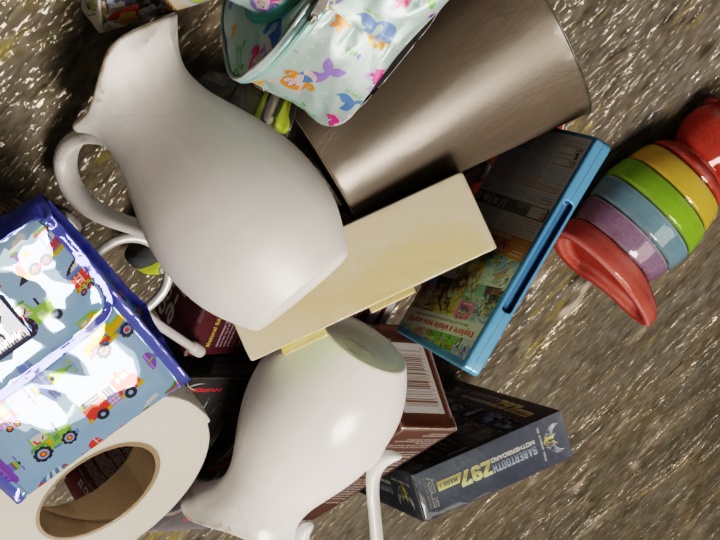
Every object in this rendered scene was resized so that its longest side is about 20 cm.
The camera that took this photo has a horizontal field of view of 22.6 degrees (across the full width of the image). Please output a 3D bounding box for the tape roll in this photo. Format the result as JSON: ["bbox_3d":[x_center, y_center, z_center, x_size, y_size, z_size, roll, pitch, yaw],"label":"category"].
[{"bbox_3d":[-0.209,0.158,1.389,0.203,0.037,0.203,-27,147,-20],"label":"tape roll"}]

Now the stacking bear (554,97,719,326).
[{"bbox_3d":[0.282,-0.069,1.653,0.200,0.121,0.114,-46,151,-6],"label":"stacking bear"}]

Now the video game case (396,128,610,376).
[{"bbox_3d":[0.108,-0.022,1.407,0.018,0.143,0.200,31,89,-22],"label":"video game case"}]

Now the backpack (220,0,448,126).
[{"bbox_3d":[-0.018,-0.200,1.145,0.151,0.178,0.200,20,122,-24],"label":"backpack"}]

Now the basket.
[{"bbox_3d":[0.051,-0.136,1.366,0.200,0.136,0.180,-33,132,-1],"label":"basket"}]

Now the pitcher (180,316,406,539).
[{"bbox_3d":[-0.027,0.149,1.448,0.200,0.172,0.121,-58,178,19],"label":"pitcher"}]

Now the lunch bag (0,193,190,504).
[{"bbox_3d":[-0.234,0.040,1.213,0.151,0.094,0.200,-36,138,-1],"label":"lunch bag"}]

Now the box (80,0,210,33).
[{"bbox_3d":[-0.094,-0.238,1.212,0.200,0.035,0.110,-21,140,-22],"label":"box"}]

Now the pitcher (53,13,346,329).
[{"bbox_3d":[-0.117,-0.048,1.236,0.121,0.200,0.172,-36,174,-46],"label":"pitcher"}]

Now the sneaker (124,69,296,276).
[{"bbox_3d":[-0.126,-0.076,1.337,0.081,0.074,0.200,34,124,-11],"label":"sneaker"}]

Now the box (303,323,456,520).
[{"bbox_3d":[-0.017,0.135,1.561,0.075,0.100,0.200,7,148,-45],"label":"box"}]

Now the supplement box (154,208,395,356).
[{"bbox_3d":[-0.057,0.007,1.480,0.200,0.061,0.109,-1,130,-40],"label":"supplement box"}]

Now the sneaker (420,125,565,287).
[{"bbox_3d":[0.128,-0.040,1.537,0.200,0.078,0.116,-56,149,-11],"label":"sneaker"}]

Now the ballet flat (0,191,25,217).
[{"bbox_3d":[-0.313,0.019,1.291,0.200,0.046,0.067,-37,143,-2],"label":"ballet flat"}]

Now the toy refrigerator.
[{"bbox_3d":[0.000,0.000,1.356,0.200,0.070,0.076,-24,179,2],"label":"toy refrigerator"}]

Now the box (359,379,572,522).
[{"bbox_3d":[0.076,0.161,1.651,0.158,0.200,0.051,-22,104,-22],"label":"box"}]

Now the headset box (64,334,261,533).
[{"bbox_3d":[-0.149,0.142,1.533,0.149,0.075,0.200,3,126,-42],"label":"headset box"}]

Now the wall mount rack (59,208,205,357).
[{"bbox_3d":[-0.210,0.056,1.354,0.200,0.075,0.174,-40,116,2],"label":"wall mount rack"}]
